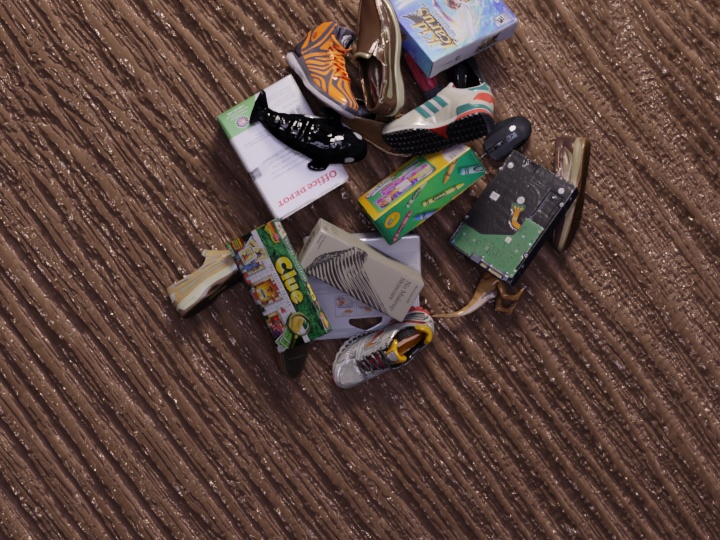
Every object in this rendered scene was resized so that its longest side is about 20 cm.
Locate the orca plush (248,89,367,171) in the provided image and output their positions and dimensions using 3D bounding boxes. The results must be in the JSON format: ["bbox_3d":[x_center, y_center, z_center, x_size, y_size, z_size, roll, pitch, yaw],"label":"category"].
[{"bbox_3d":[-0.077,-0.230,1.490,0.199,0.071,0.106,35,81,-8],"label":"orca plush"}]

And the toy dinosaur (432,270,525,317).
[{"bbox_3d":[0.224,0.035,1.619,0.106,0.060,0.201,33,79,15],"label":"toy dinosaur"}]

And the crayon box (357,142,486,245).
[{"bbox_3d":[0.099,-0.139,1.553,0.199,0.119,0.058,-37,115,2],"label":"crayon box"}]

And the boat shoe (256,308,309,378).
[{"bbox_3d":[-0.136,0.082,1.577,0.068,0.072,0.202,6,106,35],"label":"boat shoe"}]

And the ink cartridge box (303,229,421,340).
[{"bbox_3d":[0.005,0.024,1.598,0.198,0.044,0.175,-4,108,-6],"label":"ink cartridge box"}]

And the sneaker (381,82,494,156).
[{"bbox_3d":[0.130,-0.254,1.526,0.198,0.070,0.094,-10,54,30],"label":"sneaker"}]

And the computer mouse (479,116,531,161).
[{"bbox_3d":[0.216,-0.203,1.620,0.199,0.034,0.059,-37,94,-3],"label":"computer mouse"}]

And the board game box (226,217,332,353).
[{"bbox_3d":[-0.132,0.026,1.500,0.104,0.023,0.201,-24,94,26],"label":"board game box"}]

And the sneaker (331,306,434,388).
[{"bbox_3d":[0.037,0.134,1.570,0.199,0.082,0.078,-35,108,5],"label":"sneaker"}]

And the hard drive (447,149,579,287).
[{"bbox_3d":[0.260,-0.089,1.588,0.139,0.038,0.201,35,89,28],"label":"hard drive"}]

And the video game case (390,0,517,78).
[{"bbox_3d":[0.132,-0.438,1.549,0.180,0.046,0.201,-30,70,-18],"label":"video game case"}]

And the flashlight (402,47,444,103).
[{"bbox_3d":[0.109,-0.331,1.581,0.068,0.068,0.201,-29,92,-41],"label":"flashlight"}]

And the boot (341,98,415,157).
[{"bbox_3d":[0.045,-0.245,1.583,0.198,0.075,0.074,16,84,-9],"label":"boot"}]

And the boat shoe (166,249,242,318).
[{"bbox_3d":[-0.240,-0.007,1.565,0.199,0.072,0.076,-36,78,-5],"label":"boat shoe"}]

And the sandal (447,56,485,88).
[{"bbox_3d":[0.169,-0.345,1.596,0.048,0.075,0.202,-19,83,-12],"label":"sandal"}]

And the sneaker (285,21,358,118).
[{"bbox_3d":[-0.043,-0.340,1.520,0.112,0.077,0.200,-48,54,15],"label":"sneaker"}]

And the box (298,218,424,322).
[{"bbox_3d":[0.000,0.000,1.532,0.199,0.068,0.083,27,104,-13],"label":"box"}]

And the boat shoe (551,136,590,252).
[{"bbox_3d":[0.350,-0.135,1.624,0.071,0.072,0.202,11,98,25],"label":"boat shoe"}]

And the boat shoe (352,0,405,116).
[{"bbox_3d":[0.023,-0.351,1.497,0.074,0.074,0.204,-12,91,-46],"label":"boat shoe"}]

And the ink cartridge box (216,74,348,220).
[{"bbox_3d":[-0.130,-0.201,1.561,0.145,0.084,0.201,-30,93,-6],"label":"ink cartridge box"}]
